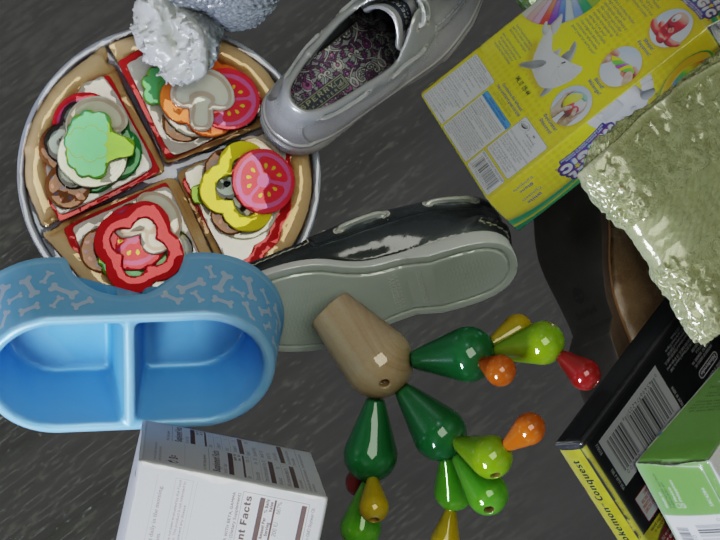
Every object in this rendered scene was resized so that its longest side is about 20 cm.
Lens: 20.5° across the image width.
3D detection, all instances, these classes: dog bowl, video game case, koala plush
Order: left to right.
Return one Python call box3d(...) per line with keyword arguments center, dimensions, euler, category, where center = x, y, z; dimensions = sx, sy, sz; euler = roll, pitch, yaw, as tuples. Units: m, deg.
box3d(center=(-0.144, 0.049, 1.229), dimensions=(0.198, 0.112, 0.050), euler=(-1, 38, -8), category="dog bowl")
box3d(center=(-0.118, -0.236, 1.276), dimensions=(0.200, 0.183, 0.178), euler=(50, 63, -17), category="koala plush")
box3d(center=(0.222, 0.111, 1.247), dimensions=(0.200, 0.025, 0.181), euler=(-48, 114, -34), category="video game case")

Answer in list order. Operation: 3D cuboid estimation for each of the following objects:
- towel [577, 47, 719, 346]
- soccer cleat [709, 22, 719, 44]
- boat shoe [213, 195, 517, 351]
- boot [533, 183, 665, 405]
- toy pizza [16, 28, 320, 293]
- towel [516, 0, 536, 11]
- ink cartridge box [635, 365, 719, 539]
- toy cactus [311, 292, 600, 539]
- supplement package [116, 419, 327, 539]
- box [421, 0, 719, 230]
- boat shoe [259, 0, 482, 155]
box3d(center=(0.237, -0.062, 1.202), dimensions=(0.200, 0.036, 0.149), euler=(-37, 93, -20), category="towel")
box3d(center=(0.265, -0.186, 1.306), dimensions=(0.086, 0.070, 0.201), euler=(23, 43, -23), category="soccer cleat")
box3d(center=(0.000, 0.000, 1.287), dimensions=(0.198, 0.076, 0.061), euler=(-8, 42, -6), category="boat shoe")
box3d(center=(0.169, -0.001, 1.314), dimensions=(0.075, 0.074, 0.201), euler=(-11, 86, -28), category="boot")
box3d(center=(-0.123, -0.065, 1.293), dimensions=(0.199, 0.032, 0.202), euler=(1, 80, -7), category="toy pizza")
box3d(center=(0.142, -0.252, 1.355), dimensions=(0.149, 0.031, 0.200), euler=(-38, 87, -19), category="towel")
box3d(center=(0.262, 0.101, 1.226), dimensions=(0.200, 0.059, 0.104), euler=(-42, 111, -36), category="ink cartridge box")
box3d(center=(0.041, 0.080, 1.241), dimensions=(0.165, 0.102, 0.200), euler=(47, 121, 8), category="toy cactus")
box3d(center=(-0.097, 0.205, 1.169), dimensions=(0.110, 0.156, 0.201), euler=(12, 93, -6), category="supplement package")
box3d(center=(0.146, -0.131, 1.273), dimensions=(0.200, 0.048, 0.118), euler=(-39, 47, 11), category="box")
box3d(center=(0.014, -0.156, 1.301), dimensions=(0.200, 0.069, 0.072), euler=(-36, 86, -22), category="boat shoe")
